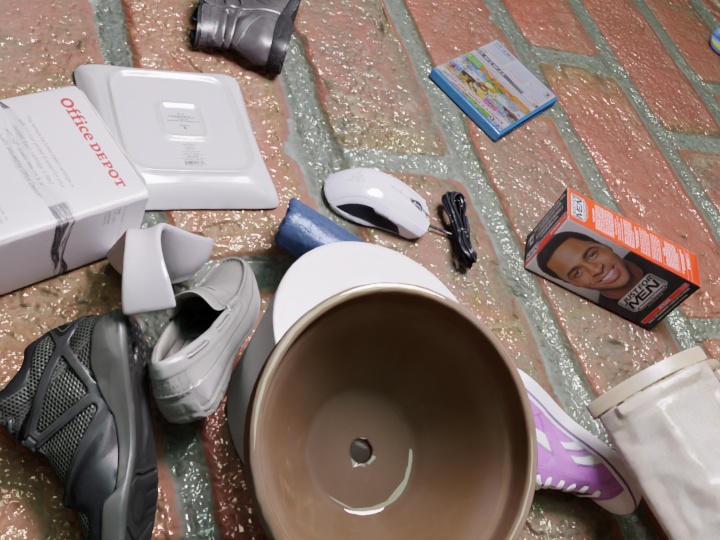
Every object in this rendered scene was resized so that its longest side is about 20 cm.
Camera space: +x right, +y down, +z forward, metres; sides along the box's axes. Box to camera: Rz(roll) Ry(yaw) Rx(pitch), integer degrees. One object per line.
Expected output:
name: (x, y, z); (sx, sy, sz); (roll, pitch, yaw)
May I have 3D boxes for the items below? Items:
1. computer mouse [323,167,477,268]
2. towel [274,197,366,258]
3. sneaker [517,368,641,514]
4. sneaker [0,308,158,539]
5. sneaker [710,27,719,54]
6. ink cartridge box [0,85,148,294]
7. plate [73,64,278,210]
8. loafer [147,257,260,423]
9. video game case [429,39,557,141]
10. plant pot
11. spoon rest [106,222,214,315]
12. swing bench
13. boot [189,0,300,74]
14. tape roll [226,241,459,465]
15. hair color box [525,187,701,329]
computer mouse: (0.052, -0.076, 0.935); (0.195, 0.044, 0.112); (17, 49, -18)
towel: (0.000, 0.000, 0.810); (0.197, 0.049, 0.112); (32, 6, -7)
sneaker: (0.183, 0.203, 0.782); (0.199, 0.073, 0.115); (39, 64, -3)
sneaker: (-0.215, 0.138, 0.591); (0.111, 0.076, 0.205); (-10, 80, 2)
sneaker: (0.850, -0.463, 1.697); (0.199, 0.071, 0.082); (44, 52, 12)
ink cartridge box: (-0.308, -0.067, 0.688); (0.198, 0.085, 0.147); (-24, 68, -41)
plate: (-0.197, -0.154, 0.862); (0.195, 0.032, 0.204); (-2, 57, -32)
loafer: (-0.134, 0.043, 0.687); (0.068, 0.071, 0.202); (-14, 31, 12)
video game case: (0.209, -0.282, 1.214); (0.143, 0.018, 0.199); (47, 46, 10)
plant pot: (0.012, 0.118, 0.531); (0.195, 0.093, 0.207); (6, 72, -19)
spoon rest: (-0.174, -0.013, 0.673); (0.096, 0.200, 0.062); (-8, 100, -9)
swing bench: (0.342, 0.194, 0.768); (0.199, 0.128, 0.202); (24, 35, -61)
boot: (-0.146, -0.347, 1.027); (0.128, 0.071, 0.203); (16, 43, -11)
tape roll: (-0.006, 0.098, 0.692); (0.198, 0.140, 0.207); (16, 47, -19)
hair color box: (0.318, -0.012, 0.999); (0.196, 0.102, 0.062); (25, 45, -9)
